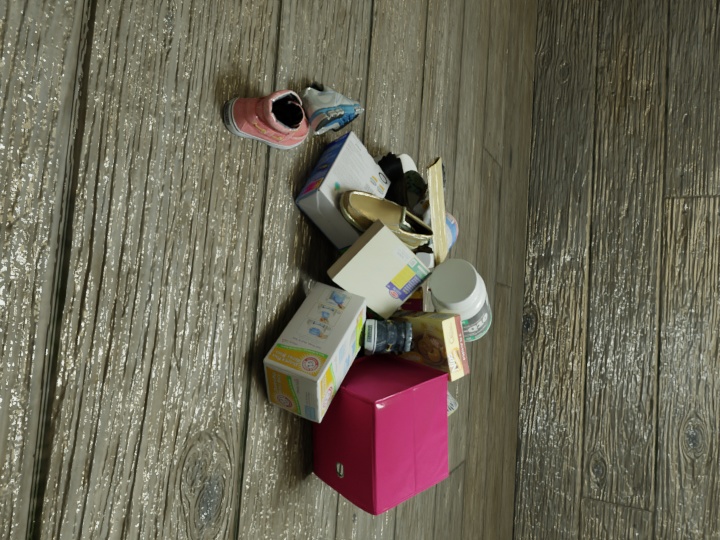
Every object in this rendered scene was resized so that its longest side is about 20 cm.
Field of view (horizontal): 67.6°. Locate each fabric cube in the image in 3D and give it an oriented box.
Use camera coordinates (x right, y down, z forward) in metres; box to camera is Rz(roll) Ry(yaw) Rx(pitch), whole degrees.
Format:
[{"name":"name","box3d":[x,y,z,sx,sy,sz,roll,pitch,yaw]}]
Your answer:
[{"name":"fabric cube","box3d":[0.035,0.290,1.011,0.197,0.194,0.205,-9,102,-39]}]

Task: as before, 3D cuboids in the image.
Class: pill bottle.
[{"name":"pill bottle","box3d":[0.180,-0.075,1.420,0.200,0.110,0.115,-44,129,-52]},{"name":"pill bottle","box3d":[0.206,0.062,1.105,0.200,0.110,0.116,53,46,-58]}]

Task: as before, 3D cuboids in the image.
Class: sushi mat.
[{"name":"sushi mat","box3d":[0.153,-0.114,1.067,0.096,0.012,0.205,-46,132,-60]}]

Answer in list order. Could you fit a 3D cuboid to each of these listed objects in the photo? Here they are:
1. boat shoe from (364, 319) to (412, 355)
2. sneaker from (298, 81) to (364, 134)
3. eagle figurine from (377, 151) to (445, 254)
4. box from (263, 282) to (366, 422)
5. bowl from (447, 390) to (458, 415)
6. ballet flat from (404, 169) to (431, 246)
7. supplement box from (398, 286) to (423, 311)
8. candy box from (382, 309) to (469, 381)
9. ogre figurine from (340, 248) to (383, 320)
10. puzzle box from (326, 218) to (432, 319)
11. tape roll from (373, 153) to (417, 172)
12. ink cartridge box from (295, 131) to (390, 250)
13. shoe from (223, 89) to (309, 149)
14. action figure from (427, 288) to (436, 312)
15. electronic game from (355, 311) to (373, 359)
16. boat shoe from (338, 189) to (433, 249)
[{"name":"boat shoe","box3d":[0.053,0.134,1.057,0.200,0.088,0.073,82,12,-82]},{"name":"sneaker","box3d":[-0.055,-0.311,1.000,0.088,0.074,0.200,55,21,-3]},{"name":"eagle figurine","box3d":[0.106,-0.126,1.118,0.151,0.148,0.204,36,47,-49]},{"name":"box","box3d":[-0.073,0.136,0.924,0.201,0.099,0.114,-57,158,-45]},{"name":"bowl","box3d":[0.125,0.297,1.273,0.200,0.197,0.096,-15,89,-61]},{"name":"ballet flat","box3d":[0.129,-0.127,1.218,0.075,0.073,0.202,-62,141,-40]},{"name":"supplement box","box3d":[0.094,0.141,1.241,0.131,0.100,0.206,-19,110,-83]},{"name":"candy box","box3d":[0.123,0.145,1.077,0.054,0.198,0.118,-13,97,-33]},{"name":"ogre figurine","box3d":[0.000,0.000,1.090,0.119,0.096,0.206,2,93,-66]},{"name":"puzzle box","box3d":[0.041,0.005,0.995,0.133,0.026,0.200,-45,139,6]},{"name":"tape roll","box3d":[0.076,-0.166,1.255,0.201,0.069,0.208,-9,100,-63]},{"name":"ink cartridge box","box3d":[-0.023,-0.162,1.022,0.137,0.075,0.202,47,50,-29]},{"name":"shoe","box3d":[-0.118,-0.236,0.852,0.199,0.089,0.073,-13,103,-62]},{"name":"action figure","box3d":[0.165,0.146,1.214,0.065,0.050,0.205,53,38,-69]},{"name":"electronic game","box3d":[-0.010,0.156,1.139,0.199,0.041,0.206,-6,97,-62]},{"name":"boat shoe","box3d":[0.053,-0.099,0.969,0.197,0.075,0.073,18,69,-36]}]
